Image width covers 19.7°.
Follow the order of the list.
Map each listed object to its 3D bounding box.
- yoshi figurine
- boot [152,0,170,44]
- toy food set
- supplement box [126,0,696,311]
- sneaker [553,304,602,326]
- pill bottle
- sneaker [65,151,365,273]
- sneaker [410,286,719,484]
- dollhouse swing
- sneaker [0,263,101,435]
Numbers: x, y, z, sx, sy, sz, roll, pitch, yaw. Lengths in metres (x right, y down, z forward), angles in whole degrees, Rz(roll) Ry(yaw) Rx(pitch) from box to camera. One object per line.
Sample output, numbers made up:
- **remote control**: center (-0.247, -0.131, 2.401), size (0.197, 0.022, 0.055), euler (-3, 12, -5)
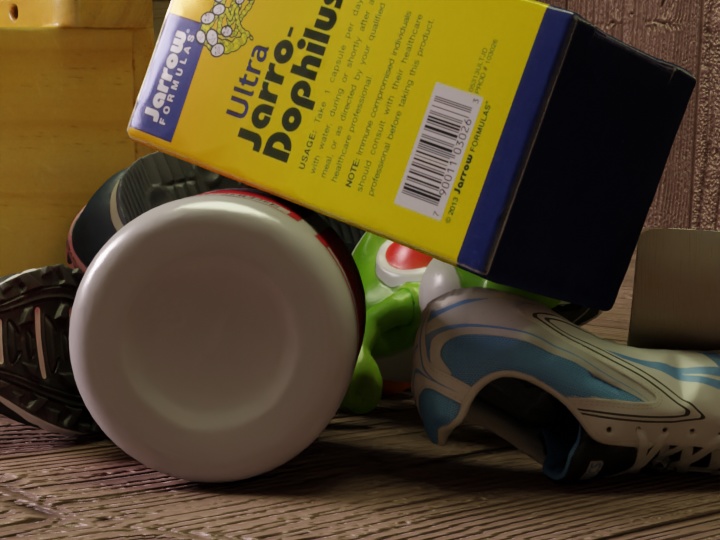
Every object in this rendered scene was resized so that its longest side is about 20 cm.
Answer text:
- **yoshi figurine**: center (0.041, 0.041, 1.009), size (0.112, 0.112, 0.200), euler (43, -29, -20)
- **boot**: center (-0.151, -0.111, 1.204), size (0.072, 0.200, 0.166), euler (-1, -28, -39)
- **toy food set**: center (0.191, 0.028, 0.934), size (0.143, 0.060, 0.200), euler (5, -19, 7)
- **supplement box**: center (0.019, -0.070, 0.883), size (0.200, 0.110, 0.109), euler (22, 5, 35)
- **sneaker**: center (0.073, 0.016, 1.440), size (0.200, 0.080, 0.086), euler (-4, 11, 34)
- **pill bottle**: center (-0.054, 0.021, 0.888), size (0.112, 0.112, 0.200), euler (3, 4, 2)
- **sneaker**: center (-0.064, -0.029, 1.073), size (0.200, 0.070, 0.082), euler (-3, -19, -42)
- **sneaker**: center (0.114, 0.063, 0.862), size (0.200, 0.073, 0.072), euler (14, -27, -14)
- **dollhouse swing**: center (-0.204, -0.042, 1.087), size (0.176, 0.200, 0.182), euler (-6, 8, -36)
- **sneaker**: center (-0.142, 0.040, 0.950), size (0.079, 0.074, 0.200), euler (-6, -5, 16)
